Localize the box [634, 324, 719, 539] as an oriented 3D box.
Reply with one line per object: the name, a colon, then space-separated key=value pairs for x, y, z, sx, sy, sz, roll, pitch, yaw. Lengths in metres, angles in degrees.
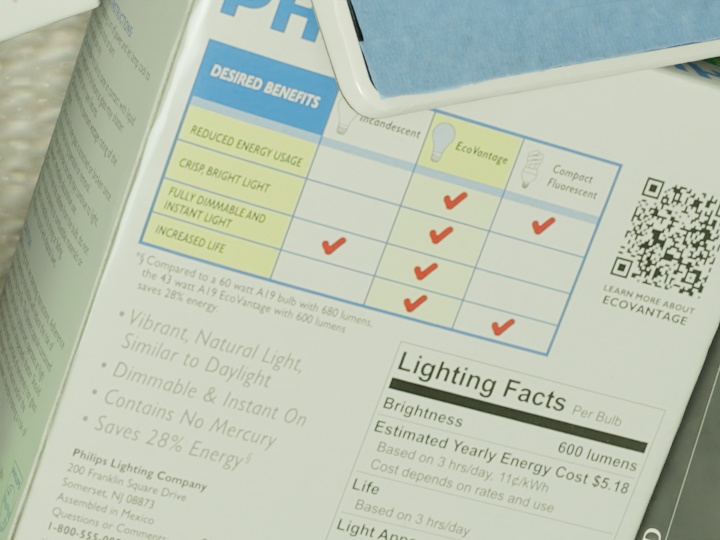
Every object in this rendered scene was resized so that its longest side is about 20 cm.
box: x=0.170 y=0.052 z=0.946 sx=0.140 sy=0.079 sz=0.201 roll=18 pitch=94 yaw=15

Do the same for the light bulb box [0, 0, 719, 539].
light bulb box: x=0.000 y=0.000 z=0.927 sx=0.197 sy=0.125 sz=0.201 roll=15 pitch=104 yaw=-20

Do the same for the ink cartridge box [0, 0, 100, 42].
ink cartridge box: x=-0.193 y=-0.128 z=0.918 sx=0.199 sy=0.085 sz=0.145 roll=-19 pitch=127 yaw=13

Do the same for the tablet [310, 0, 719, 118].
tablet: x=0.055 y=-0.118 z=0.855 sx=0.014 sy=0.199 sz=0.131 roll=-20 pitch=84 yaw=49
